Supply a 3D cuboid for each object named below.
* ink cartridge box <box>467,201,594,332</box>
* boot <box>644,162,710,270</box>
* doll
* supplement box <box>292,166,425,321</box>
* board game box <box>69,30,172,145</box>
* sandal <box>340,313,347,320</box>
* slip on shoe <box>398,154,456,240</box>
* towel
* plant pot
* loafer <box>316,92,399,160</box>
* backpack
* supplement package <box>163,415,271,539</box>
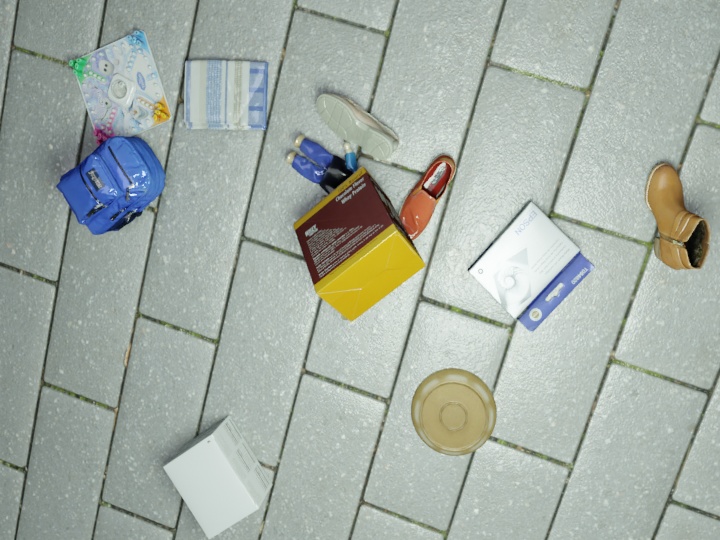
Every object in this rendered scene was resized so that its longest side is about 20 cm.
[{"bbox_3d":[0.360,-0.002,1.164,0.199,0.041,0.201,42,102,1],"label":"ink cartridge box"},{"bbox_3d":[0.606,-0.103,1.055,0.074,0.155,0.208,1,98,8],"label":"boot"},{"bbox_3d":[-0.060,-0.216,1.194,0.197,0.048,0.139,33,102,3],"label":"doll"},{"bbox_3d":[-0.006,-0.054,1.116,0.195,0.133,0.203,-36,48,12],"label":"supplement box"},{"bbox_3d":[-0.547,-0.410,1.252,0.194,0.026,0.207,-17,95,10],"label":"board game box"},{"bbox_3d":[0.002,0.001,1.216,0.069,0.077,0.215,35,96,29],"label":"sandal"},{"bbox_3d":[0.136,-0.152,1.168,0.073,0.061,0.203,32,102,1],"label":"slip on shoe"},{"bbox_3d":[-0.298,-0.386,1.220,0.192,0.024,0.153,3,96,6],"label":"towel"},{"bbox_3d":[0.209,0.324,1.240,0.192,0.027,0.208,1,98,9],"label":"plant pot"},{"bbox_3d":[-0.005,-0.311,1.175,0.198,0.063,0.073,38,135,5],"label":"loafer"},{"bbox_3d":[-0.538,-0.190,1.213,0.197,0.168,0.165,-32,99,7],"label":"backpack"},{"bbox_3d":[-0.333,0.485,1.301,0.153,0.111,0.203,-32,92,11],"label":"supplement package"}]
